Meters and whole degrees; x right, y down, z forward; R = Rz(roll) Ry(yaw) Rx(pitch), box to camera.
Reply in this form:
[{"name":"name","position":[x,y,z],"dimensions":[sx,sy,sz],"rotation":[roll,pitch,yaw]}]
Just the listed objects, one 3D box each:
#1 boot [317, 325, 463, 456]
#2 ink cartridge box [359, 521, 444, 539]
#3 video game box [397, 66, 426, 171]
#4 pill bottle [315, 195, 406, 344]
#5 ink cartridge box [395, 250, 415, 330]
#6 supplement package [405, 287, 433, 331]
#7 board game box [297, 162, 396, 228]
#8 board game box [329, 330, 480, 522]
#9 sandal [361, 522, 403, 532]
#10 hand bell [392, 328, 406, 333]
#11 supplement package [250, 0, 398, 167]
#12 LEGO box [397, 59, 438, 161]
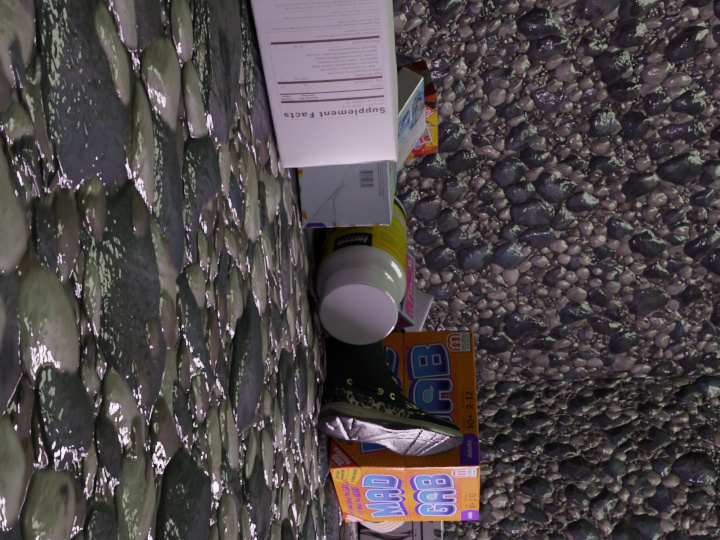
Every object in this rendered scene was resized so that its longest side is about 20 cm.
[{"name":"boot","position":[0.037,0.144,1.199],"dimensions":[0.074,0.201,0.156],"rotation":[-47,-144,43]},{"name":"ink cartridge box","position":[0.072,0.455,1.627],"dimensions":[0.084,0.143,0.203],"rotation":[75,13,-73]},{"name":"video game box","position":[0.038,-0.202,1.544],"dimensions":[0.201,0.046,0.182],"rotation":[-57,169,-12]},{"name":"pill bottle","position":[0.002,-0.009,1.189],"dimensions":[0.201,0.112,0.116],"rotation":[-86,173,-53]},{"name":"ink cartridge box","position":[0.021,-0.008,1.398],"dimensions":[0.200,0.041,0.121],"rotation":[39,43,-46]},{"name":"supplement package","position":[0.056,0.073,1.625],"dimensions":[0.200,0.112,0.111],"rotation":[5,108,-86]},{"name":"board game box","position":[-0.012,-0.131,1.129],"dimensions":[0.200,0.101,0.107],"rotation":[-77,164,-70]},{"name":"board game box","position":[0.067,0.224,1.349],"dimensions":[0.201,0.196,0.202],"rotation":[81,9,-56]},{"name":"sandal","position":[0.019,0.368,1.501],"dimensions":[0.060,0.078,0.208],"rotation":[-85,164,-44]},{"name":"hand bell","position":[0.013,0.167,1.527],"dimensions":[0.201,0.102,0.105],"rotation":[100,-6,-51]},{"name":"supplement package","position":[-0.027,-0.213,0.887],"dimensions":[0.202,0.118,0.122],"rotation":[83,6,-48]},{"name":"LEGO box","position":[0.061,-0.276,1.718],"dimensions":[0.200,0.147,0.078],"rotation":[75,-2,-67]}]
